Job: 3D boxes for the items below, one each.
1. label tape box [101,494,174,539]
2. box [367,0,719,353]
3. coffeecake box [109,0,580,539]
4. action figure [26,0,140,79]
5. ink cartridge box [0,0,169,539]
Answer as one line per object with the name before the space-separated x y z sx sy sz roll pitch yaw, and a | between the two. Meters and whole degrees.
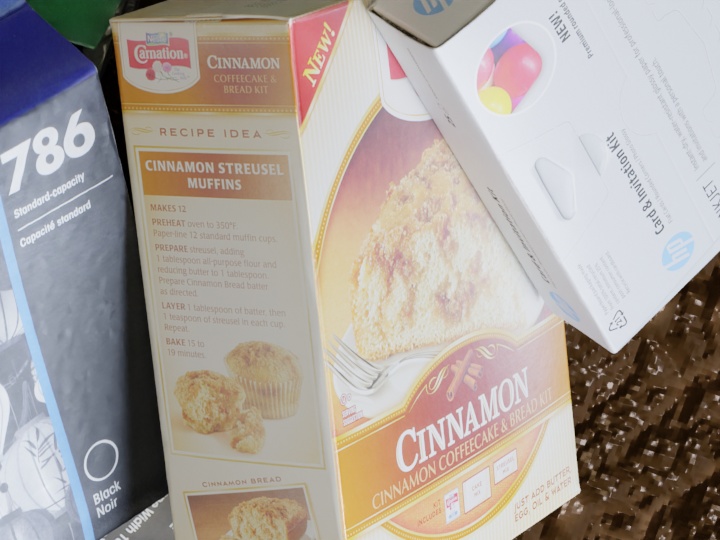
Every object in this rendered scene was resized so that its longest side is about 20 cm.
label tape box | -0.129 0.093 1.049 0.200 0.063 0.144 43 96 -12
box | 0.113 -0.093 0.969 0.200 0.041 0.156 -45 134 -11
coffeecake box | 0.000 0.000 0.984 0.073 0.153 0.201 3 106 33
action figure | -0.169 -0.121 0.988 0.199 0.118 0.055 21 114 1
ink cartridge box | -0.117 0.003 0.928 0.099 0.039 0.201 -33 126 -29
